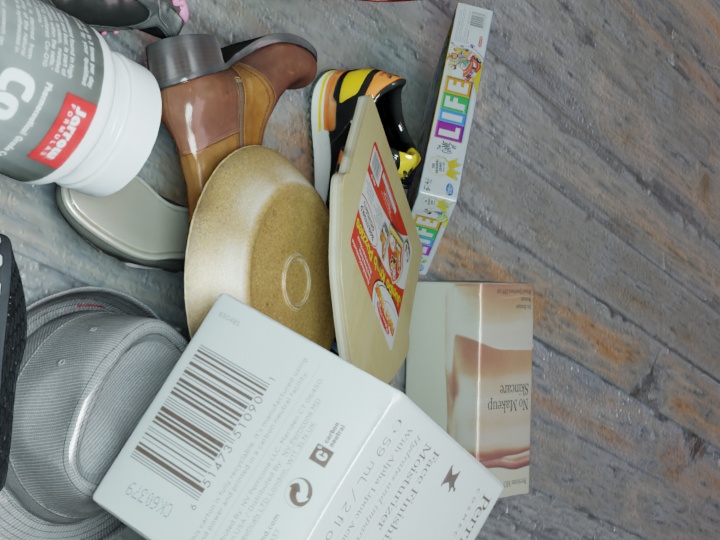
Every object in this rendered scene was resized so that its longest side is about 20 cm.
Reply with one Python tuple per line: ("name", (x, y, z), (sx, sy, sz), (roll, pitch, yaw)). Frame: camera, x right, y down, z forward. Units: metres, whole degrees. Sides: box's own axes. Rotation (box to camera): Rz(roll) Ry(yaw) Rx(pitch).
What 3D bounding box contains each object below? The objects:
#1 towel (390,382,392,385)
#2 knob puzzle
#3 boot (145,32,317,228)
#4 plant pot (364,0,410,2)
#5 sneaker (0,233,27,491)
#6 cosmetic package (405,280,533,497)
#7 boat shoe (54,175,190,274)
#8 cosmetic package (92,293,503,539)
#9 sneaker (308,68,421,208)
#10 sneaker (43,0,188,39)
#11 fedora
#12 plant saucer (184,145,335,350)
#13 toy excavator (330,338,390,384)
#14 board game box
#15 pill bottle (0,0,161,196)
("towel", (0.022, 0.191, 1.433), (0.086, 0.018, 0.201), (-43, 134, -26))
("knob puzzle", (0.000, 0.000, 1.265), (0.219, 0.030, 0.222), (-2, 90, -73))
("boot", (-0.076, -0.077, 1.265), (0.188, 0.068, 0.202), (-11, 88, -63))
("plant pot", (-0.009, -0.311, 1.316), (0.200, 0.181, 0.202), (-3, 93, -53))
("sneaker", (-0.266, 0.059, 1.074), (0.072, 0.082, 0.201), (91, -1, -53))
("cosmetic package", (0.103, 0.110, 1.564), (0.103, 0.087, 0.202), (-1, 92, -54))
("boat shoe", (-0.158, -0.028, 1.236), (0.199, 0.057, 0.067), (16, 62, -48))
("cosmetic package", (-0.036, 0.150, 1.122), (0.166, 0.164, 0.200), (-58, 146, -8))
("sneaker", (0.011, -0.074, 1.430), (0.070, 0.089, 0.202), (-20, 107, -51))
("sneaker", (-0.206, -0.189, 1.160), (0.199, 0.079, 0.096), (20, 91, -49))
("fedora", (-0.179, 0.103, 1.151), (0.200, 0.090, 0.178), (-42, 113, -37))
("plant saucer", (-0.060, 0.008, 1.222), (0.200, 0.035, 0.202), (1, 89, -62))
("toy excavator", (-0.079, 0.078, 1.329), (0.199, 0.099, 0.196), (17, 78, -38))
("board game box", (0.072, -0.116, 1.471), (0.135, 0.034, 0.201), (108, -5, -61))
("pill bottle", (-0.230, -0.123, 1.065), (0.199, 0.113, 0.115), (23, 73, -45))
